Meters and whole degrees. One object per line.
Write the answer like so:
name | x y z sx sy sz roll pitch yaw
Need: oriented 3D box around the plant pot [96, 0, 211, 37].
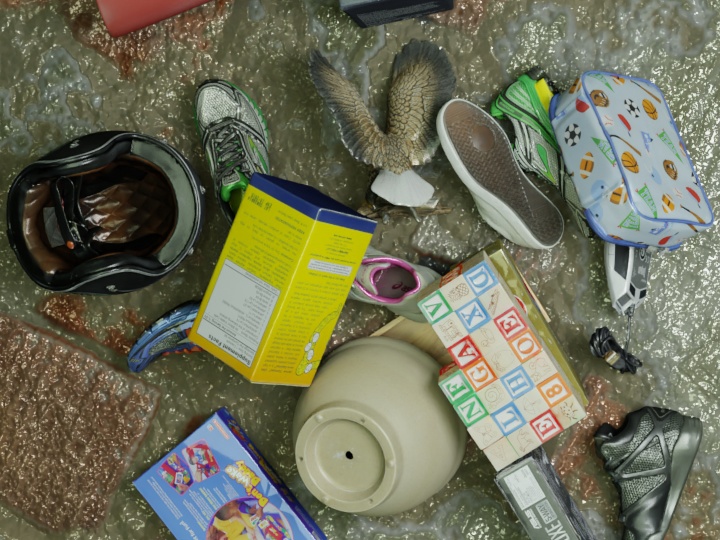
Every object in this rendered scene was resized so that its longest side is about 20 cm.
plant pot | -0.212 -0.374 1.545 0.175 0.200 0.203 -11 93 -2

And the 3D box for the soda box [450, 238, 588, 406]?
soda box | 0.175 0.071 1.542 0.067 0.064 0.201 -29 99 9

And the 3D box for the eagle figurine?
eagle figurine | 0.024 -0.155 1.554 0.150 0.151 0.202 2 100 27

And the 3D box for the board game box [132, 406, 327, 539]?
board game box | -0.153 0.283 1.645 0.134 0.045 0.201 -38 89 8

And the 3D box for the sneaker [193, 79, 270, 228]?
sneaker | -0.137 -0.123 1.587 0.077 0.085 0.202 -21 91 8

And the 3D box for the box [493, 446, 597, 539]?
box | 0.220 0.286 1.542 0.050 0.158 0.201 -31 91 8

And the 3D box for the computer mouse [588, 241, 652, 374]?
computer mouse | 0.292 0.011 1.557 0.044 0.109 0.202 5 83 33

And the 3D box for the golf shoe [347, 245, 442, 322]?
golf shoe | 0.000 0.000 1.570 0.198 0.091 0.076 13 83 20

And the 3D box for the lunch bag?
lunch bag | 0.292 -0.112 1.490 0.075 0.159 0.202 -37 60 42

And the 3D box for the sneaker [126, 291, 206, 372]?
sneaker | -0.184 0.070 1.622 0.199 0.075 0.079 -29 93 10

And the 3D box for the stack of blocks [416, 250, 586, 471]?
stack of blocks | 0.138 0.096 1.487 0.115 0.059 0.201 -32 98 10

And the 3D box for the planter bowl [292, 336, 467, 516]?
planter bowl | 0.006 0.189 1.549 0.198 0.135 0.202 6 106 20

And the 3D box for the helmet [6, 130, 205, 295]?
helmet | -0.276 -0.065 1.565 0.199 0.190 0.202 14 111 39

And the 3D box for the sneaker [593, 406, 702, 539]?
sneaker | 0.301 0.246 1.572 0.113 0.076 0.201 18 93 7

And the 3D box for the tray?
tray | 0.108 0.068 1.602 0.199 0.037 0.099 -34 90 9

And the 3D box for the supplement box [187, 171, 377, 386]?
supplement box | -0.085 0.012 1.519 0.108 0.109 0.202 29 101 35

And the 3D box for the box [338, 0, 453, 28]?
box | 0.028 -0.376 1.499 0.116 0.200 0.199 -9 93 7

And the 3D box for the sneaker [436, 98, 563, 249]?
sneaker | 0.137 -0.100 1.546 0.073 0.084 0.201 -45 108 -22

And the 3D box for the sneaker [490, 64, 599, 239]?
sneaker | 0.216 -0.123 1.563 0.085 0.078 0.201 -30 81 15
